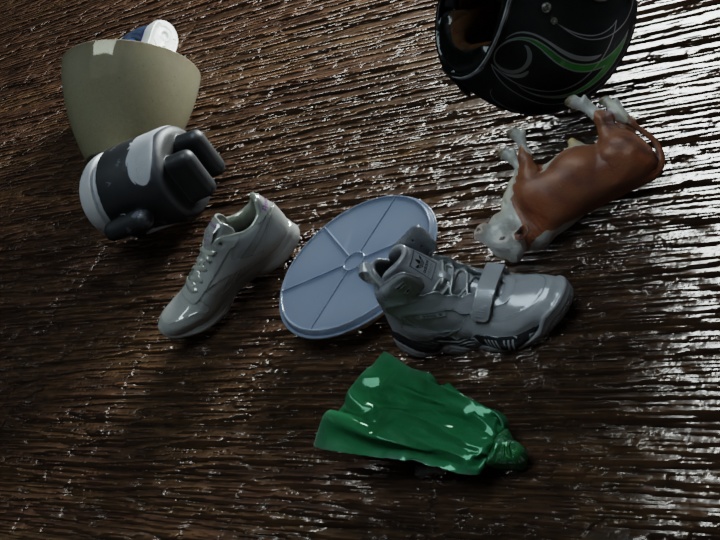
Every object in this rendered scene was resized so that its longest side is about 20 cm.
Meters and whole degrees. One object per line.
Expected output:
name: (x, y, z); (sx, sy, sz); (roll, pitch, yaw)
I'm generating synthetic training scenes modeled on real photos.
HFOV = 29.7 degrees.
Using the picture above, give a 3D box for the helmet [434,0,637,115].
helmet: (0.193, -0.264, 1.428); (0.199, 0.188, 0.203); (-19, 69, 60)

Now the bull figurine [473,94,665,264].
bull figurine: (0.194, -0.091, 1.323); (0.198, 0.065, 0.123); (-25, 68, 8)

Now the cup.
cup: (-0.329, -0.215, 1.911); (0.198, 0.199, 0.146); (-9, 70, 37)

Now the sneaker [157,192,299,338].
sneaker: (-0.167, -0.009, 1.565); (0.200, 0.100, 0.075); (-43, 35, -3)

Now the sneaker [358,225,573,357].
sneaker: (0.092, 0.017, 1.264); (0.198, 0.115, 0.076); (-12, 42, 35)

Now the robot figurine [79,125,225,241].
robot figurine: (-0.273, -0.113, 1.773); (0.198, 0.127, 0.150); (-17, -3, 29)

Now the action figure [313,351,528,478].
action figure: (0.065, 0.142, 1.202); (0.198, 0.055, 0.119); (13, 57, 42)

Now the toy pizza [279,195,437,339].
toy pizza: (0.000, 0.000, 1.452); (0.198, 0.032, 0.202); (-26, 35, 19)

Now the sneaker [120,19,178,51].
sneaker: (-0.371, -0.297, 2.131); (0.145, 0.080, 0.202); (-19, 41, 41)
